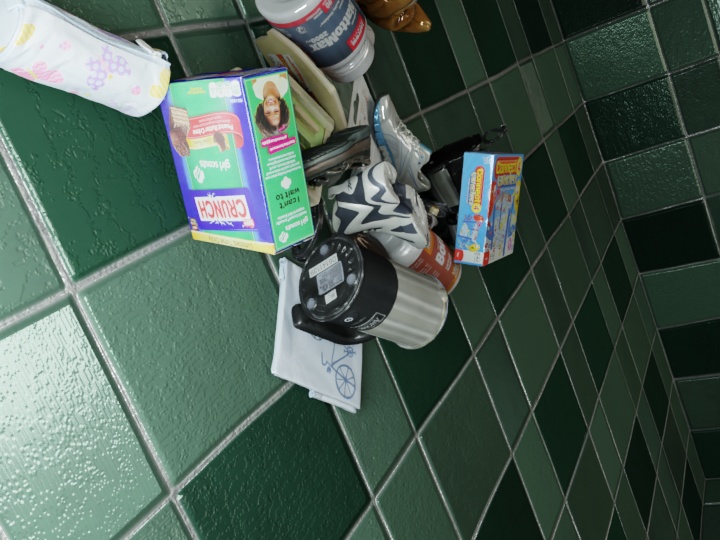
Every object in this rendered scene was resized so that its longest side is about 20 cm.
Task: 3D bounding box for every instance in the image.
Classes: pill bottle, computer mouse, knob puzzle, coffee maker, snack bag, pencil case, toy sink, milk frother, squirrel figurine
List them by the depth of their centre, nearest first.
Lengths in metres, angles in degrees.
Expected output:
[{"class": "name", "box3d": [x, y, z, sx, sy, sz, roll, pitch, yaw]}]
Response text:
[{"class": "pencil case", "box3d": [-0.303, -0.232, 0.785, 0.200, 0.091, 0.083, 11, 69, -54]}, {"class": "toy sink", "box3d": [-0.120, -0.196, 1.032, 0.130, 0.112, 0.200, 41, 46, -43]}, {"class": "milk frother", "box3d": [0.000, 0.000, 1.042, 0.188, 0.180, 0.200, 23, 63, -44]}, {"class": "knob puzzle", "box3d": [-0.072, -0.277, 1.087, 0.030, 0.220, 0.220, -39, 118, -10]}, {"class": "snack bag", "box3d": [-0.062, 0.100, 1.087, 0.200, 0.021, 0.189, 31, 52, -45]}, {"class": "pill bottle", "box3d": [-0.058, -0.373, 1.094, 0.200, 0.120, 0.120, 35, 49, -59]}, {"class": "pill bottle", "box3d": [0.086, -0.031, 1.281, 0.200, 0.112, 0.112, 37, 48, -45]}, {"class": "squirrel figurine", "box3d": [0.006, -0.498, 1.293, 0.187, 0.200, 0.142, -20, 114, -55]}, {"class": "computer mouse", "box3d": [0.104, -0.102, 1.317, 0.200, 0.110, 0.044, 74, 37, -74]}, {"class": "coffee maker", "box3d": [0.239, -0.163, 1.496, 0.200, 0.192, 0.135, 59, 39, -23]}]

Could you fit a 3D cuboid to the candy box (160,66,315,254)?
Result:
[{"class": "candy box", "box3d": [-0.148, -0.131, 0.864, 0.077, 0.169, 0.200, -28, 117, -41]}]

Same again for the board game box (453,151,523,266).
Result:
[{"class": "board game box", "box3d": [0.240, -0.119, 1.345, 0.200, 0.056, 0.196, -18, 115, -61]}]

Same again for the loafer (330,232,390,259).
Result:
[{"class": "loafer", "box3d": [0.018, 0.011, 1.196, 0.200, 0.073, 0.071, 47, 44, -33]}]

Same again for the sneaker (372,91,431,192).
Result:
[{"class": "sneaker", "box3d": [0.078, -0.221, 1.275, 0.075, 0.087, 0.200, -69, 147, -50]}]

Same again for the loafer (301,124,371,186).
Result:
[{"class": "loafer", "box3d": [-0.033, -0.145, 0.989, 0.200, 0.072, 0.063, -43, 123, -53]}]

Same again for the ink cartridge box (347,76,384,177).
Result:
[{"class": "ink cartridge box", "box3d": [-0.001, -0.223, 1.244, 0.200, 0.057, 0.163, 51, 39, -52]}]

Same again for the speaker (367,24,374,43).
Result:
[{"class": "speaker", "box3d": [-0.062, -0.415, 1.238, 0.200, 0.081, 0.081, 5, 73, -55]}]

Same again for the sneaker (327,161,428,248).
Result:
[{"class": "sneaker", "box3d": [0.021, -0.086, 1.134, 0.199, 0.130, 0.080, 37, 46, -56]}]
